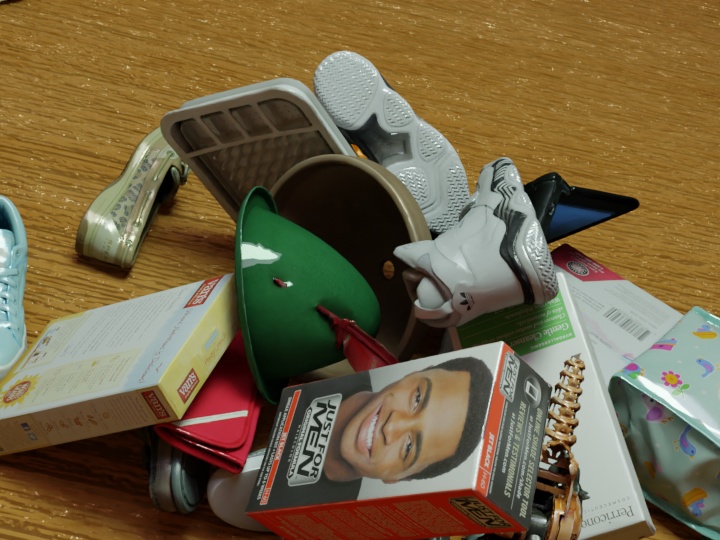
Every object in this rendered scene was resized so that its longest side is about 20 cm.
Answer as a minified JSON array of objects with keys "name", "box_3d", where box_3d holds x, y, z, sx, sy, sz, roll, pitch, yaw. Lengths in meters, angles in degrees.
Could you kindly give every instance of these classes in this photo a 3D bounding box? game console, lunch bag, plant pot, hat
[{"name":"game console","box_3d":[0.141,-0.005,1.101,0.116,0.199,0.177,39,54,-21]},{"name":"lunch bag","box_3d":[0.322,0.144,0.993,0.199,0.123,0.170,32,40,27]},{"name":"plant pot","box_3d":[0.000,0.000,1.033,0.200,0.203,0.092,39,26,31]},{"name":"hat","box_3d":[0.007,0.025,0.930,0.173,0.203,0.166,-4,30,10]}]

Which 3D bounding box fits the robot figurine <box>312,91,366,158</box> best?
[{"name":"robot figurine","box_3d":[-0.025,-0.113,1.220,0.145,0.058,0.201,43,14,-31]}]

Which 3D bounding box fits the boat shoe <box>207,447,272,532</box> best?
[{"name":"boat shoe","box_3d":[-0.030,0.159,0.918,0.197,0.069,0.057,0,33,-26]}]

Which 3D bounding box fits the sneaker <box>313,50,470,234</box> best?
[{"name":"sneaker","box_3d":[0.032,-0.122,1.114,0.201,0.075,0.114,50,3,-5]}]

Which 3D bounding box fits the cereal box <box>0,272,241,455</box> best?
[{"name":"cereal box","box_3d":[-0.194,0.074,0.904,0.197,0.040,0.144,-13,27,28]}]

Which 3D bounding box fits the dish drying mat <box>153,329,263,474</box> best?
[{"name":"dish drying mat","box_3d":[-0.110,0.082,0.924,0.076,0.018,0.201,24,27,-8]}]

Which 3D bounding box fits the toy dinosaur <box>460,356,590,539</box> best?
[{"name":"toy dinosaur","box_3d":[0.113,0.162,0.755,0.102,0.201,0.136,37,8,-2]}]

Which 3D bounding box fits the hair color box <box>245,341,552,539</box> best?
[{"name":"hair color box","box_3d":[0.022,0.118,0.756,0.061,0.198,0.103,40,51,-33]}]

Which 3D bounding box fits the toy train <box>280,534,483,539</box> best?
[{"name":"toy train","box_3d":[0.031,0.234,0.826,0.197,0.086,0.115,16,47,4]}]

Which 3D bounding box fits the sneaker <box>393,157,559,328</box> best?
[{"name":"sneaker","box_3d":[0.086,-0.023,0.929,0.113,0.076,0.201,-19,25,7]}]

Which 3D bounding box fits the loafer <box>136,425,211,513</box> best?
[{"name":"loafer","box_3d":[-0.150,0.122,0.934,0.062,0.073,0.201,-6,30,6]}]

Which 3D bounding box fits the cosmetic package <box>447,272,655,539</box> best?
[{"name":"cosmetic package","box_3d":[0.147,0.120,0.911,0.106,0.085,0.203,-21,65,11]}]

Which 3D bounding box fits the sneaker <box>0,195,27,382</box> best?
[{"name":"sneaker","box_3d":[-0.322,0.010,0.999,0.073,0.083,0.201,-2,40,-17]}]

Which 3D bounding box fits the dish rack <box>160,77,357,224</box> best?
[{"name":"dish rack","box_3d":[-0.073,-0.100,1.087,0.169,0.201,0.044,-8,46,33]}]

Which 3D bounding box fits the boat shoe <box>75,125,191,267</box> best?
[{"name":"boat shoe","box_3d":[-0.210,-0.075,1.159,0.062,0.074,0.201,24,49,5]}]

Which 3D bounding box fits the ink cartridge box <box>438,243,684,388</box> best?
[{"name":"ink cartridge box","box_3d":[0.183,0.074,1.069,0.147,0.087,0.199,36,44,27]}]
